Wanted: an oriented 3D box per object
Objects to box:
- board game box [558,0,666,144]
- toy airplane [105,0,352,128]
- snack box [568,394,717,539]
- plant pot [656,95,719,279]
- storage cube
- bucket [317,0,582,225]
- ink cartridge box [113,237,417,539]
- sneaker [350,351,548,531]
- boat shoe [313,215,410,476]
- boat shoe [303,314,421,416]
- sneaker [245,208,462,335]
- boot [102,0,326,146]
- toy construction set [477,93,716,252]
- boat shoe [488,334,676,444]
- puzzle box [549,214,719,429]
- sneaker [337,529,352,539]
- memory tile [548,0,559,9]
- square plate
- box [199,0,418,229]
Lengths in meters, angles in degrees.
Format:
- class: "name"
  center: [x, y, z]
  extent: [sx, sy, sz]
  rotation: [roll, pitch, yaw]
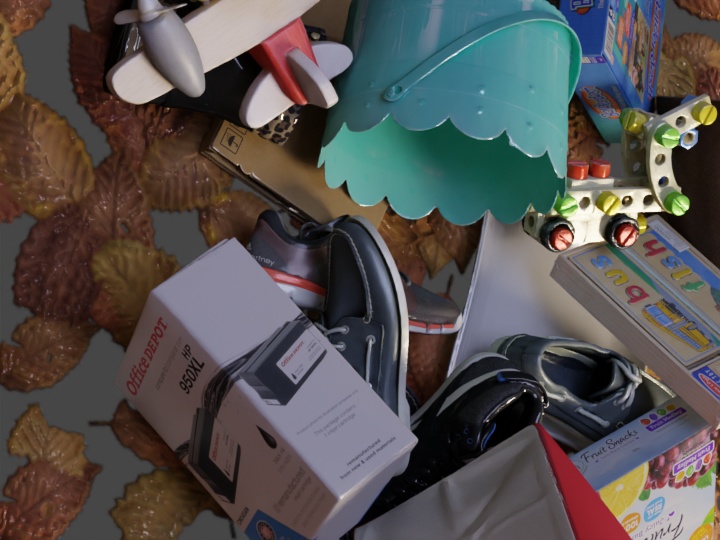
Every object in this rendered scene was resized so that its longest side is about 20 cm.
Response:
- class: "board game box"
  center: [0.215, -0.213, 1.790]
  extent: [0.200, 0.045, 0.152]
  rotation: [44, 51, -63]
- class: "toy airplane"
  center: [-0.073, -0.200, 1.504]
  extent: [0.199, 0.141, 0.200]
  rotation: [12, 81, -18]
- class: "snack box"
  center: [0.203, 0.206, 1.714]
  extent: [0.200, 0.053, 0.142]
  rotation: [-26, 131, -28]
- class: "plant pot"
  center: [0.344, -0.047, 1.849]
  extent: [0.187, 0.187, 0.200]
  rotation: [1, 96, -34]
- class: "storage cube"
  center: [0.117, 0.253, 1.526]
  extent: [0.180, 0.171, 0.200]
  rotation: [51, 14, -31]
- class: "bucket"
  center: [0.070, -0.130, 1.621]
  extent: [0.207, 0.207, 0.135]
  rotation: [18, 70, -31]
- class: "ink cartridge box"
  center: [-0.072, 0.098, 1.500]
  extent: [0.084, 0.145, 0.200]
  rotation: [-34, 75, -33]
- class: "sneaker"
  center: [0.062, 0.151, 1.605]
  extent: [0.073, 0.112, 0.200]
  rotation: [40, 86, -18]
- class: "boat shoe"
  center: [-0.006, 0.061, 1.562]
  extent: [0.062, 0.073, 0.200]
  rotation: [-11, 100, -31]
- class: "boat shoe"
  center: [-0.025, 0.080, 1.627]
  extent: [0.200, 0.060, 0.074]
  rotation: [33, 63, -25]
- class: "sneaker"
  center: [0.000, 0.000, 1.641]
  extent: [0.200, 0.077, 0.082]
  rotation: [16, 84, -31]
- class: "boot"
  center: [-0.099, -0.202, 1.605]
  extent: [0.151, 0.073, 0.200]
  rotation: [21, 73, -16]
- class: "toy construction set"
  center: [0.190, -0.087, 1.740]
  extent: [0.200, 0.092, 0.131]
  rotation: [3, 110, -11]
- class: "boat shoe"
  center: [0.197, 0.100, 1.730]
  extent: [0.200, 0.062, 0.073]
  rotation: [21, 70, -29]
- class: "puzzle box"
  center: [0.269, 0.039, 1.749]
  extent: [0.133, 0.025, 0.200]
  rotation: [-22, 55, -40]
- class: "sneaker"
  center: [-0.028, 0.244, 1.586]
  extent: [0.081, 0.074, 0.200]
  rotation: [-34, 83, 5]
- class: "memory tile"
  center: [0.130, -0.217, 1.755]
  extent: [0.153, 0.017, 0.200]
  rotation: [-27, 126, -30]
- class: "square plate"
  center: [0.163, 0.046, 1.781]
  extent: [0.200, 0.028, 0.198]
  rotation: [25, 68, -29]
- class: "box"
  center: [-0.024, -0.134, 1.691]
  extent: [0.163, 0.021, 0.200]
  rotation: [35, 64, -24]
